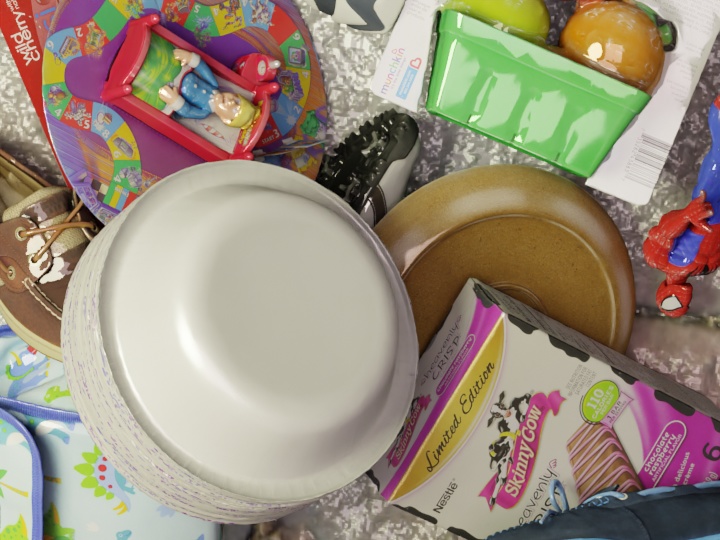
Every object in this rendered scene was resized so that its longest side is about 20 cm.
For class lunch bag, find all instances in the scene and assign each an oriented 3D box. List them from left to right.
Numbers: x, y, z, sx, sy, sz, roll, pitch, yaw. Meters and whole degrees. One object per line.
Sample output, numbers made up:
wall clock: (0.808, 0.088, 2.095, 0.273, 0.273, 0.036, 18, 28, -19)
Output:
lunch bag: (-0.180, 0.124, 1.711, 0.199, 0.128, 0.171, 5, 122, -1)

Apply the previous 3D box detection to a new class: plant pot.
plant pot: (0.080, 0.035, 1.736, 0.199, 0.027, 0.201, -7, 112, -18)

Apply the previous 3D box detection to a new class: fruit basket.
fruit basket: (0.125, -0.164, 1.724, 0.185, 0.094, 0.201, 22, 85, -4)

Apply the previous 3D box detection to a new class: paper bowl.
paper bowl: (-0.060, 0.035, 1.604, 0.200, 0.104, 0.202, 9, 70, -25)

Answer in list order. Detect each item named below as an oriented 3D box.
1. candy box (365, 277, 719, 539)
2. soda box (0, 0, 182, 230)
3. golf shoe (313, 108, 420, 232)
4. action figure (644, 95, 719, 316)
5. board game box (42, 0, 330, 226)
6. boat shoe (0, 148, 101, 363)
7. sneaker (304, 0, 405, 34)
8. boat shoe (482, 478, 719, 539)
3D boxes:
candy box: (0.117, 0.109, 1.728, 0.200, 0.061, 0.137, 26, 100, -27)
soda box: (-0.155, -0.109, 1.722, 0.070, 0.063, 0.201, -18, 99, 30)
golf shoe: (0.000, 0.000, 1.753, 0.094, 0.078, 0.201, 24, 99, -22)
action figure: (0.217, -0.046, 1.705, 0.065, 0.052, 0.200, -9, 142, -29)
board game box: (-0.093, -0.108, 1.687, 0.200, 0.039, 0.159, -22, 97, -36)
boat shoe: (-0.190, -0.017, 1.689, 0.072, 0.200, 0.072, -25, 140, -25)
sneaker: (-0.010, -0.253, 1.703, 0.129, 0.080, 0.200, 19, 108, -11)
boat shoe: (0.150, 0.166, 1.694, 0.199, 0.069, 0.084, 0, 126, -26)
